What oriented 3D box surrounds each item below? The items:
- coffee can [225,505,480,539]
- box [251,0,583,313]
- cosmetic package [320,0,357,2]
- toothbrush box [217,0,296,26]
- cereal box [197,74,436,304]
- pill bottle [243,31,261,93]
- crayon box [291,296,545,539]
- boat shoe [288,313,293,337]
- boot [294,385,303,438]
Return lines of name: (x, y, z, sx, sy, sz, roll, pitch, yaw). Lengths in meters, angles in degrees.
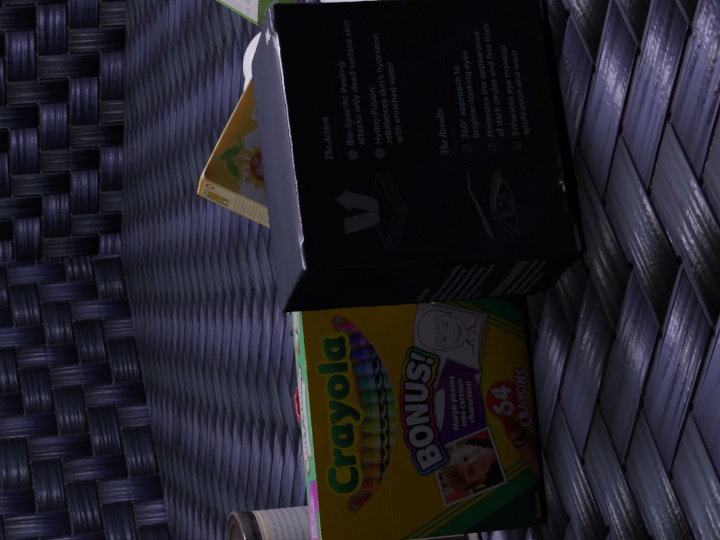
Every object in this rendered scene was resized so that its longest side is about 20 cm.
coffee can: (-0.006, 0.270, 1.771, 0.146, 0.200, 0.147, 175, 90, -78)
box: (0.035, -0.083, 1.466, 0.117, 0.200, 0.197, 123, 142, -70)
cosmetic package: (0.030, -0.221, 1.659, 0.200, 0.085, 0.108, -109, 34, -41)
toothbrush box: (-0.076, -0.319, 1.790, 0.146, 0.200, 0.086, 32, 141, 22)
cereal box: (-0.003, -0.079, 1.546, 0.144, 0.200, 0.040, -64, 1, -24)
pill bottle: (-0.054, -0.162, 2.045, 0.200, 0.113, 0.113, -112, 22, -53)
crayon box: (0.042, 0.102, 1.559, 0.058, 0.172, 0.200, 155, 110, -77)
boat shoe: (0.000, 0.000, 1.830, 0.075, 0.093, 0.200, -100, 25, -44)
boot: (0.021, 0.101, 1.704, 0.200, 0.150, 0.073, -155, 62, -76)
